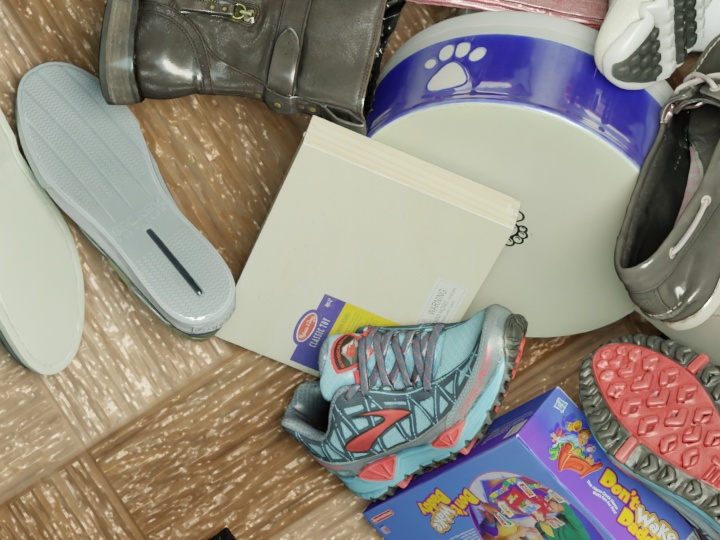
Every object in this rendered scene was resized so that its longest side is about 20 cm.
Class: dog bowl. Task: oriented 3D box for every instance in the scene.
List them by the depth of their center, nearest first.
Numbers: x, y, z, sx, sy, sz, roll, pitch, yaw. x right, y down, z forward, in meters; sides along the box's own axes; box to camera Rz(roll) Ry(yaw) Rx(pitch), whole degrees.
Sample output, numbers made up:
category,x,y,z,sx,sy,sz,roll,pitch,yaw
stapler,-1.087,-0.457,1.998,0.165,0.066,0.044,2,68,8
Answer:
category,x,y,z,sx,sy,sz,roll,pitch,yaw
dog bowl,0.094,-0.054,1.520,0.200,0.200,0.079,24,49,-5

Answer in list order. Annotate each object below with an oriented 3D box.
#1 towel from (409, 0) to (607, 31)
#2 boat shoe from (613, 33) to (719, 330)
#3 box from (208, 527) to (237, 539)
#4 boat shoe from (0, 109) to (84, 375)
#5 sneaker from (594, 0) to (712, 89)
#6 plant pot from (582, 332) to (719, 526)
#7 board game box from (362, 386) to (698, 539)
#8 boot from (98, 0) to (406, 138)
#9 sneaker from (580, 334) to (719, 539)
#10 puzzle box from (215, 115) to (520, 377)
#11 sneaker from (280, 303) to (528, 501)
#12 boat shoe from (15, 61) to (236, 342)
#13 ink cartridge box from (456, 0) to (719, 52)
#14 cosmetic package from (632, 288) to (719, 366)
category,x,y,z,sx,sy,sz,roll,pitch,yaw
towel,0.083,-0.230,1.541,0.144,0.023,0.200,12,53,-5
boat shoe,0.188,-0.064,1.422,0.057,0.067,0.200,37,58,-33
box,-0.083,0.257,1.524,0.124,0.200,0.149,-36,95,-3
boat shoe,-0.231,-0.028,1.576,0.073,0.062,0.200,-35,110,-40
sneaker,0.169,-0.182,1.482,0.081,0.075,0.200,17,52,17
plant pot,0.256,0.083,1.550,0.198,0.200,0.200,-41,95,6
board game box,0.102,0.157,1.535,0.134,0.200,0.045,47,58,-6
boot,-0.058,-0.168,1.525,0.174,0.069,0.200,2,65,8
sneaker,0.194,0.123,1.431,0.079,0.096,0.200,-37,65,-17
puzzle box,0.000,0.000,1.533,0.133,0.200,0.025,22,50,-6
sneaker,0.020,0.071,1.527,0.096,0.200,0.079,33,48,-15
boat shoe,-0.149,-0.037,1.568,0.072,0.062,0.200,-30,77,-20
ink cartridge box,0.160,-0.186,1.594,0.200,0.039,0.099,2,93,-5
cosmetic package,0.247,-0.044,1.451,0.071,0.105,0.200,36,72,-32
